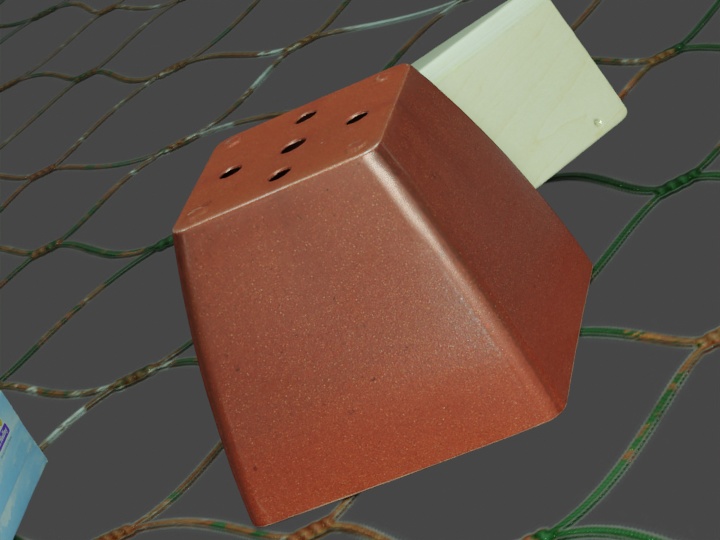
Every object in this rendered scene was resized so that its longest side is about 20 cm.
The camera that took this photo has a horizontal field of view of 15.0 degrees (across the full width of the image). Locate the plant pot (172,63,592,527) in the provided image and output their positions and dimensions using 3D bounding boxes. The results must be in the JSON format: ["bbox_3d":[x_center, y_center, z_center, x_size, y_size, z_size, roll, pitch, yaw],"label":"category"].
[{"bbox_3d":[0.000,0.000,1.582,0.200,0.176,0.200,-22,21,19],"label":"plant pot"}]

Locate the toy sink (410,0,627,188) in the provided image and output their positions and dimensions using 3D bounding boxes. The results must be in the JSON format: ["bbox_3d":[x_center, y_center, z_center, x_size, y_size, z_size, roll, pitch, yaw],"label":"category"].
[{"bbox_3d":[0.059,-0.081,1.773,0.130,0.112,0.200,-38,5,-28],"label":"toy sink"}]

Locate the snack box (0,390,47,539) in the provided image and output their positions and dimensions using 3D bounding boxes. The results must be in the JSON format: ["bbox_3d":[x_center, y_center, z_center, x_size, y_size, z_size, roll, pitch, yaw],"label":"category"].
[{"bbox_3d":[-0.316,0.175,1.748,0.200,0.068,0.169,-25,20,17],"label":"snack box"}]
